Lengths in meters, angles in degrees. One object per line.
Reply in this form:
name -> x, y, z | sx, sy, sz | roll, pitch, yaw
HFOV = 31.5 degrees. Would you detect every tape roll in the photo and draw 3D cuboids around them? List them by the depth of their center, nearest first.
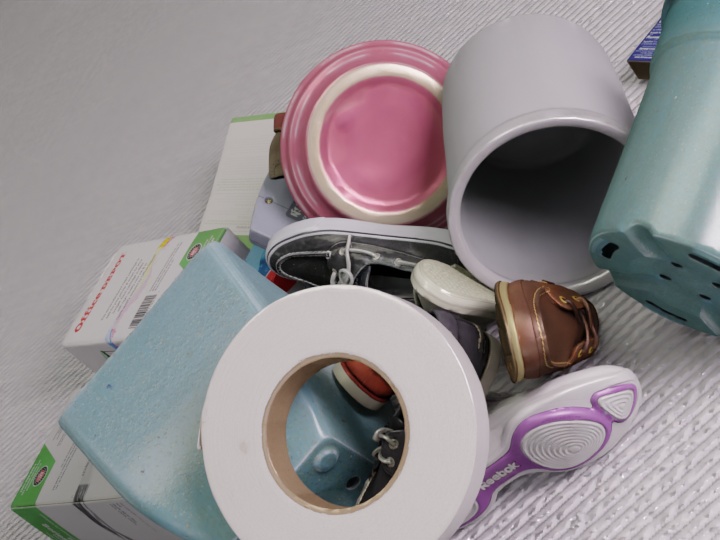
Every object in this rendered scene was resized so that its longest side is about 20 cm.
tape roll -> -0.013, 0.110, 0.866 | 0.202, 0.037, 0.204 | -3, 82, 21

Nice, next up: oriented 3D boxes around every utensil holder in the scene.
utensil holder -> 0.151, -0.100, 1.064 | 0.170, 0.170, 0.200 | -31, 29, 20

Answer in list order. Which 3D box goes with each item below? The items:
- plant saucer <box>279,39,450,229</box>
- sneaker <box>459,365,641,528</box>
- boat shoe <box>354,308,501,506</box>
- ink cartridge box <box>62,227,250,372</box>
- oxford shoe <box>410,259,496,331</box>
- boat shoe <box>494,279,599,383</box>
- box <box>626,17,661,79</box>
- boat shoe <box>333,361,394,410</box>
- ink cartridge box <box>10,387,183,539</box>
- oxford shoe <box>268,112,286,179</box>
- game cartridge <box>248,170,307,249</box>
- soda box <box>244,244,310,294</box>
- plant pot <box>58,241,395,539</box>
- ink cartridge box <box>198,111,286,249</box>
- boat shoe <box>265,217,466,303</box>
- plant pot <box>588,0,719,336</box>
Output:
plant saucer -> 0.024, -0.117, 1.200 | 0.200, 0.201, 0.051 | -43, 4, 1
sneaker -> 0.109, 0.110, 0.934 | 0.199, 0.075, 0.100 | -31, 33, 21
boat shoe -> 0.029, 0.120, 0.907 | 0.073, 0.063, 0.201 | 6, 63, 58
ink cartridge box -> -0.214, 0.042, 1.396 | 0.199, 0.084, 0.145 | -7, 47, 45
oxford shoe -> 0.074, 0.030, 1.018 | 0.058, 0.075, 0.200 | -56, -10, 5
boat shoe -> 0.137, 0.038, 0.921 | 0.067, 0.072, 0.200 | -11, -2, 13
box -> 0.343, -0.250, 1.153 | 0.200, 0.032, 0.121 | -53, 31, -13
boat shoe -> 0.027, 0.061, 1.041 | 0.063, 0.071, 0.200 | -49, -3, 10
ink cartridge box -> -0.222, 0.183, 1.227 | 0.199, 0.084, 0.146 | -12, 42, 42
oxford shoe -> 0.006, -0.098, 1.258 | 0.070, 0.199, 0.075 | 109, 174, -85
game cartridge -> -0.024, -0.085, 1.293 | 0.133, 0.042, 0.200 | 22, 57, 15
soda box -> -0.089, 0.030, 1.284 | 0.068, 0.064, 0.201 | -13, 42, 42
plant pot -> -0.077, 0.138, 1.008 | 0.197, 0.196, 0.200 | -49, 45, 2
ink cartridge box -> -0.125, -0.084, 1.493 | 0.145, 0.048, 0.201 | 4, 77, 52
boat shoe -> 0.001, 0.002, 1.165 | 0.198, 0.074, 0.068 | 6, 47, 15
plant pot -> 0.263, -0.070, 0.879 | 0.200, 0.200, 0.197 | 8, 64, 53
